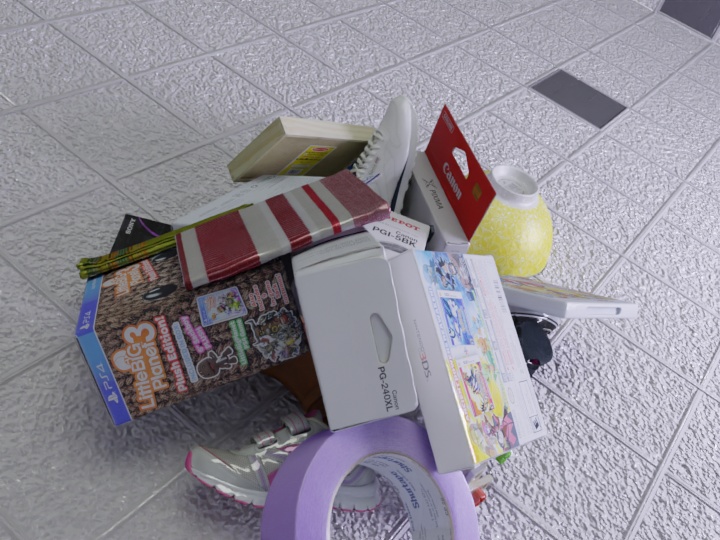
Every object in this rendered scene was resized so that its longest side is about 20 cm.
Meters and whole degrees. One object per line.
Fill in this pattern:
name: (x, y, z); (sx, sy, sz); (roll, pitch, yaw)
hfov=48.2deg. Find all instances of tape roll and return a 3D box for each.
tape roll: (0.012, 0.235, 0.712); (0.197, 0.065, 0.205); (14, 65, -31)

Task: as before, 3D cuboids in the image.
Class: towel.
towel: (-0.080, -0.041, 0.777); (0.196, 0.023, 0.144); (-21, 23, -9)
towel: (-0.211, -0.037, 0.883); (0.196, 0.018, 0.086); (-21, 14, -13)

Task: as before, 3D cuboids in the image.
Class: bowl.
bowl: (0.219, -0.096, 1.243); (0.196, 0.109, 0.202); (13, 38, -11)

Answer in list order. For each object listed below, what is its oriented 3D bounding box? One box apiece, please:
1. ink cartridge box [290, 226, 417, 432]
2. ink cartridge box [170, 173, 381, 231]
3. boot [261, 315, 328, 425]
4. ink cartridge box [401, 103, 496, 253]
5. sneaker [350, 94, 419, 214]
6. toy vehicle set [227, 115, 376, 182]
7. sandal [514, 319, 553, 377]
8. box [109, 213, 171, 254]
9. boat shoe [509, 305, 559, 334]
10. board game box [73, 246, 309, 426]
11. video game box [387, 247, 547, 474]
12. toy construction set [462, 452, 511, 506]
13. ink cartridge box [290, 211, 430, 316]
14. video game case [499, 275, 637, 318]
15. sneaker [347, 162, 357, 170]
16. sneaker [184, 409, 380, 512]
ink cartridge box: (-0.013, 0.042, 0.759); (0.081, 0.149, 0.200); (-14, 11, -3)
ink cartridge box: (-0.098, -0.072, 0.999); (0.196, 0.041, 0.199); (4, 25, 32)
boot: (-0.059, 0.130, 0.885); (0.196, 0.077, 0.157); (8, 43, -28)
ink cartridge box: (0.105, -0.105, 1.135); (0.044, 0.178, 0.202); (0, 45, -22)
sneaker: (0.028, -0.150, 1.148); (0.079, 0.205, 0.076); (8, 15, -15)
toy vehicle set: (-0.078, -0.166, 1.142); (0.198, 0.123, 0.027); (-6, 69, -51)
sandal: (0.187, 0.094, 0.948); (0.199, 0.048, 0.076); (-23, 81, -56)
box: (-0.208, 0.007, 0.980); (0.195, 0.037, 0.144); (12, 38, -9)
boat shoe: (0.187, 0.078, 1.063); (0.196, 0.070, 0.065); (5, 72, -32)
board game box: (-0.167, 0.043, 0.804); (0.196, 0.099, 0.160); (-20, 22, -8)
video game box: (0.107, 0.083, 0.797); (0.181, 0.046, 0.204); (5, 67, -58)
toy construction set: (0.102, 0.156, 0.889); (0.131, 0.091, 0.203); (21, 40, -61)
ink cartridge box: (0.000, 0.000, 1.046); (0.144, 0.084, 0.201); (20, 38, 1)
video game case: (0.232, 0.031, 1.056); (0.180, 0.023, 0.198); (4, 7, -44)
sneaker: (0.018, -0.192, 1.279); (0.197, 0.090, 0.079); (26, 37, 7)
sneaker: (-0.070, 0.177, 0.779); (0.196, 0.090, 0.081); (9, -6, -24)
